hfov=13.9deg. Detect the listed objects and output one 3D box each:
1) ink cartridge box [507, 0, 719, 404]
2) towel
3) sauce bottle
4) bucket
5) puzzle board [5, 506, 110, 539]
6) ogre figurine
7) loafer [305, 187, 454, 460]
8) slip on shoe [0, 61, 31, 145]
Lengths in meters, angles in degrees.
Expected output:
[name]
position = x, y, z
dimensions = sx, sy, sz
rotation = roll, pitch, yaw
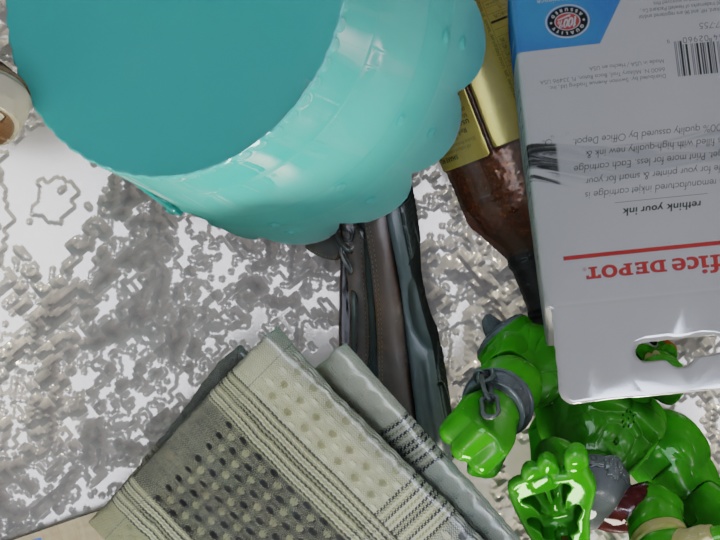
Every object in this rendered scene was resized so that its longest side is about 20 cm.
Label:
[ink cartridge box]
position = 0.133, -0.035, 1.336
dimensions = 0.115, 0.068, 0.202
rotation = -5, 74, 1
[towel]
position = -0.014, 0.133, 1.376
dimensions = 0.200, 0.035, 0.193
rotation = 44, 135, -1
[sauce bottle]
position = 0.065, -0.064, 1.421
dimensions = 0.066, 0.066, 0.201
rotation = -20, 94, 0
[bucket]
position = -0.055, -0.120, 1.347
dimensions = 0.206, 0.135, 0.209
rotation = -4, 81, 26
[puzzle board]
position = -0.101, 0.213, 1.450
dimensions = 0.150, 0.017, 0.201
rotation = -18, 91, 1
[ogre figurine]
position = 0.113, 0.088, 1.379
dimensions = 0.199, 0.120, 0.098
rotation = 15, 125, -17
[loafer]
position = 0.000, 0.000, 1.421
dimensions = 0.062, 0.072, 0.202
rotation = -10, 93, 5
[slip on shoe]
position = -0.201, -0.095, 1.357
dimensions = 0.076, 0.200, 0.061
rotation = 22, 81, -22
